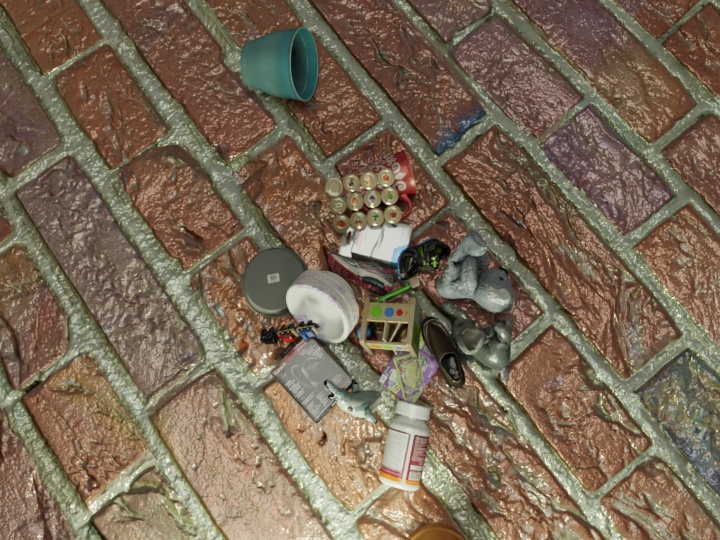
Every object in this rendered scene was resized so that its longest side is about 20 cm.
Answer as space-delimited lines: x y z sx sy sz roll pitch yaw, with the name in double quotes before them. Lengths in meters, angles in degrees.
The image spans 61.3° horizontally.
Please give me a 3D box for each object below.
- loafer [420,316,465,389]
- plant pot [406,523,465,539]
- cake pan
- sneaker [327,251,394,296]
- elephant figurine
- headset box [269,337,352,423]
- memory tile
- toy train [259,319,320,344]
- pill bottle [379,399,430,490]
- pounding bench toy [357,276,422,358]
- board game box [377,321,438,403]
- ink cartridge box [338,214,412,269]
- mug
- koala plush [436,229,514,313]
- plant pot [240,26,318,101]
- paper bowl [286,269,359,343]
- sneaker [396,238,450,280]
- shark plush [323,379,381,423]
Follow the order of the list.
"loafer" 0.225 0.211 1.601 0.072 0.071 0.203 -27 78 -6
"plant pot" 0.192 0.729 1.465 0.194 0.140 0.206 0 75 1
"cake pan" -0.239 0.029 1.705 0.194 0.037 0.206 0 76 2
"sneaker" 0.000 0.000 1.690 0.196 0.081 0.076 26 63 0
"elephant figurine" 0.301 0.184 1.619 0.194 0.156 0.145 4 119 13
"headset box" -0.134 0.279 1.619 0.200 0.077 0.149 43 80 12
"memory tile" 0.009 -0.192 1.662 0.194 0.017 0.158 -10 98 5
"toy train" -0.191 0.168 1.622 0.196 0.034 0.047 -13 45 30
"pill bottle" 0.117 0.441 1.546 0.107 0.110 0.205 12 81 5
"pounding bench toy" 0.080 0.113 1.617 0.152 0.125 0.205 2 69 16
"board game box" 0.147 0.249 1.643 0.119 0.032 0.202 34 79 12
"ink cartridge box" 0.040 -0.083 1.709 0.195 0.067 0.119 13 77 5
"mug" 0.053 -0.231 1.707 0.195 0.135 0.180 -17 47 1
"koala plush" 0.323 0.037 1.613 0.199 0.177 0.185 38 88 20
"plant pot" -0.245 -0.606 1.795 0.183 0.200 0.205 5 75 19
"paper bowl" -0.092 0.085 1.611 0.198 0.203 0.105 32 49 9
"sneaker" 0.171 -0.032 1.648 0.198 0.072 0.082 -29 32 -36
"shark plush" -0.027 0.322 1.571 0.198 0.090 0.085 30 73 -26
